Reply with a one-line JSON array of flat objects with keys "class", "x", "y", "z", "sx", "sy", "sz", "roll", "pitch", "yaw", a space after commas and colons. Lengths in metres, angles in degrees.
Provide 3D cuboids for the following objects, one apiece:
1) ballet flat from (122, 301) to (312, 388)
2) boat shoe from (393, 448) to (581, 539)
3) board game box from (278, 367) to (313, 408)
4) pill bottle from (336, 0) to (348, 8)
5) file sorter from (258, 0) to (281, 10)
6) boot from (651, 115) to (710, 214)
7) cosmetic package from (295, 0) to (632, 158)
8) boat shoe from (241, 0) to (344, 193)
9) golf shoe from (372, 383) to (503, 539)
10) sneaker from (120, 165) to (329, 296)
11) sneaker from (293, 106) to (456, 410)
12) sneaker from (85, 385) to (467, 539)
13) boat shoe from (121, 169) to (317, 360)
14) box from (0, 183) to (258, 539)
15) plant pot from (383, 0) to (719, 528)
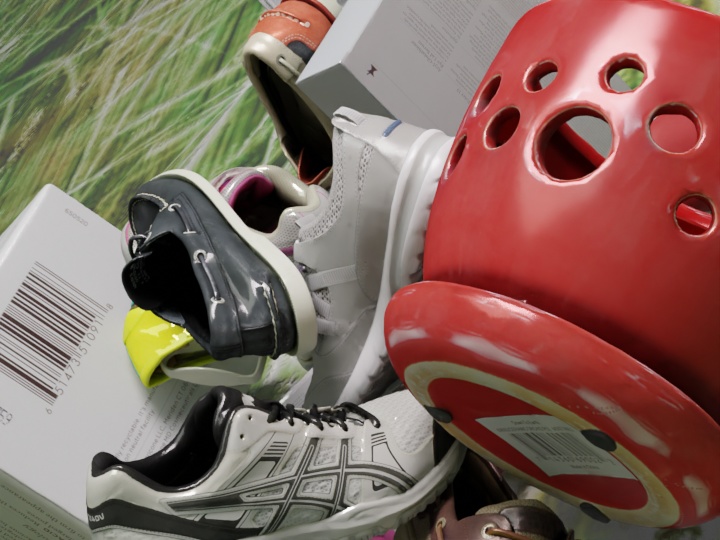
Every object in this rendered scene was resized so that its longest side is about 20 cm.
[{"class": "ballet flat", "x": -0.056, "y": 0.038, "z": 1.031, "sx": 0.199, "sy": 0.067, "sz": 0.067, "roll": -11, "pitch": 62, "yaw": 3}, {"class": "boat shoe", "x": 0.065, "y": 0.138, "z": 0.733, "sx": 0.200, "sy": 0.072, "sz": 0.072, "roll": -117, "pitch": 46, "yaw": -71}, {"class": "board game box", "x": -0.036, "y": 0.094, "z": 0.970, "sx": 0.200, "sy": 0.035, "sz": 0.126, "roll": -46, "pitch": -5, "yaw": 4}, {"class": "pill bottle", "x": 0.024, "y": -0.123, "z": 1.050, "sx": 0.112, "sy": 0.200, "sz": 0.113, "roll": -25, "pitch": 25, "yaw": 12}, {"class": "file sorter", "x": 0.043, "y": -0.190, "z": 1.149, "sx": 0.139, "sy": 0.200, "sz": 0.125, "roll": -39, "pitch": 20, "yaw": 16}, {"class": "boot", "x": 0.200, "y": -0.074, "z": 0.788, "sx": 0.200, "sy": 0.073, "sz": 0.144, "roll": -28, "pitch": -1, "yaw": 33}, {"class": "cosmetic package", "x": 0.073, "y": -0.104, "z": 0.954, "sx": 0.052, "sy": 0.200, "sz": 0.151, "roll": -17, "pitch": 36, "yaw": 50}, {"class": "boat shoe", "x": -0.021, "y": -0.079, "z": 0.981, "sx": 0.071, "sy": 0.200, "sz": 0.063, "roll": 13, "pitch": 51, "yaw": 32}, {"class": "golf shoe", "x": 0.013, "y": 0.115, "z": 0.895, "sx": 0.200, "sy": 0.075, "sz": 0.092, "roll": -34, "pitch": 9, "yaw": 24}, {"class": "sneaker", "x": -0.074, "y": -0.026, "z": 0.979, "sx": 0.199, "sy": 0.089, "sz": 0.081, "roll": 6, "pitch": 39, "yaw": 36}, {"class": "sneaker", "x": 0.000, "y": 0.000, "z": 0.845, "sx": 0.075, "sy": 0.082, "sz": 0.201, "roll": -36, "pitch": -30, "yaw": -52}, {"class": "sneaker", "x": -0.036, "y": 0.089, "z": 0.750, "sx": 0.199, "sy": 0.088, "sz": 0.076, "roll": -24, "pitch": 18, "yaw": -26}, {"class": "boat shoe", "x": -0.098, "y": 0.001, "z": 0.879, "sx": 0.066, "sy": 0.075, "sz": 0.199, "roll": -19, "pitch": 35, "yaw": -25}, {"class": "box", "x": -0.200, "y": 0.089, "z": 1.087, "sx": 0.131, "sy": 0.200, "sz": 0.199, "roll": -34, "pitch": 25, "yaw": 53}, {"class": "plant pot", "x": 0.117, "y": 0.002, "z": 0.722, "sx": 0.200, "sy": 0.200, "sz": 0.183, "roll": 0, "pitch": 53, "yaw": 59}]
